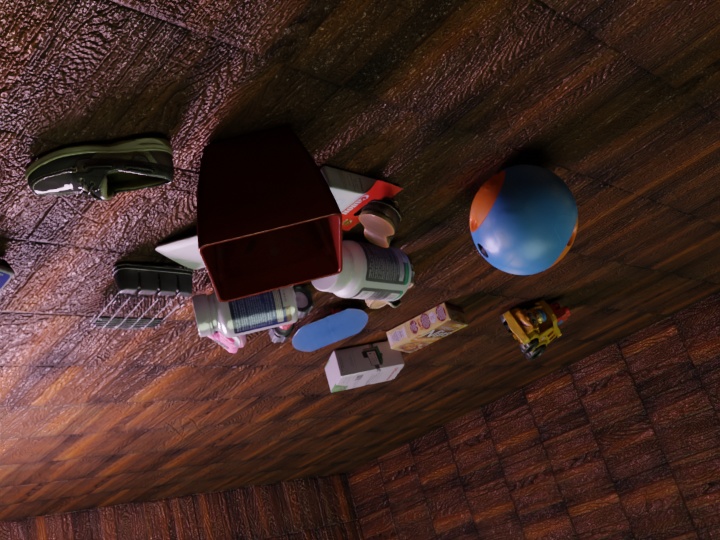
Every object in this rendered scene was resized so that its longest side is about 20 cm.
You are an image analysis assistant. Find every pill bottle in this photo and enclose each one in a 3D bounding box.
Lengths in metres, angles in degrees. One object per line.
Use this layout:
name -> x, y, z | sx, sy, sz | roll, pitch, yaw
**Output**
pill bottle -> -0.231, 0.070, 1.504 | 0.197, 0.112, 0.111 | -12, 157, -12
pill bottle -> 0.000, 0.000, 1.508 | 0.198, 0.115, 0.113 | 7, 147, -45

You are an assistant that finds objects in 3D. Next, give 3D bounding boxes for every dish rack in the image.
dish rack -> -0.416, 0.058, 1.416 | 0.152, 0.055, 0.199 | 6, 150, -37

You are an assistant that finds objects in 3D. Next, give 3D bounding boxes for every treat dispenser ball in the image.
treat dispenser ball -> 0.302, -0.093, 1.397 | 0.198, 0.203, 0.201 | -14, 157, -6

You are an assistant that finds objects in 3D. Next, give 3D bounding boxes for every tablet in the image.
tablet -> -0.244, -0.041, 1.324 | 0.197, 0.014, 0.130 | -13, 159, 18

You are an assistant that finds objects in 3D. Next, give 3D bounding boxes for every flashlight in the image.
flashlight -> -0.162, 0.105, 1.692 | 0.067, 0.069, 0.200 | -6, 154, -27

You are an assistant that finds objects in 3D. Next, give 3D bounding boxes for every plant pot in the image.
plant pot -> -0.142, -0.091, 1.115 | 0.197, 0.179, 0.200 | -13, 157, -7

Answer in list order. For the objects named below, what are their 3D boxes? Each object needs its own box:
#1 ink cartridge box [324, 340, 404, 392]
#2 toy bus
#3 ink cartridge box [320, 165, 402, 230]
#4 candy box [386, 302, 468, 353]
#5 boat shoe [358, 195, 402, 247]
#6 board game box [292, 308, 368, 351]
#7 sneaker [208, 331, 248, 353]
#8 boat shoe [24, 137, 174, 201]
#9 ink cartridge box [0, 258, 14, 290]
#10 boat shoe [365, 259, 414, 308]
ink cartridge box -> 0.011, 0.277, 2.184 | 0.197, 0.085, 0.146 | -9, 157, -20
toy bus -> 0.534, 0.155, 2.249 | 0.191, 0.137, 0.200 | -35, 152, 8
ink cartridge box -> -0.039, -0.106, 1.325 | 0.198, 0.048, 0.159 | 9, 146, -45
candy box -> 0.184, 0.161, 2.084 | 0.198, 0.056, 0.115 | -29, 155, 26
boat shoe -> 0.039, -0.097, 1.339 | 0.070, 0.071, 0.200 | 26, 172, 3
board game box -> -0.080, 0.132, 1.854 | 0.197, 0.039, 0.159 | -22, 152, -4
sneaker -> -0.274, 0.120, 1.639 | 0.079, 0.096, 0.199 | 35, 158, -16
boat shoe -> -0.351, -0.129, 1.021 | 0.198, 0.067, 0.072 | -13, 158, -9
ink cartridge box -> -0.653, 0.043, 1.115 | 0.200, 0.047, 0.198 | -49, 155, 1
boat shoe -> 0.066, 0.051, 1.720 | 0.071, 0.077, 0.200 | -7, 155, -24
